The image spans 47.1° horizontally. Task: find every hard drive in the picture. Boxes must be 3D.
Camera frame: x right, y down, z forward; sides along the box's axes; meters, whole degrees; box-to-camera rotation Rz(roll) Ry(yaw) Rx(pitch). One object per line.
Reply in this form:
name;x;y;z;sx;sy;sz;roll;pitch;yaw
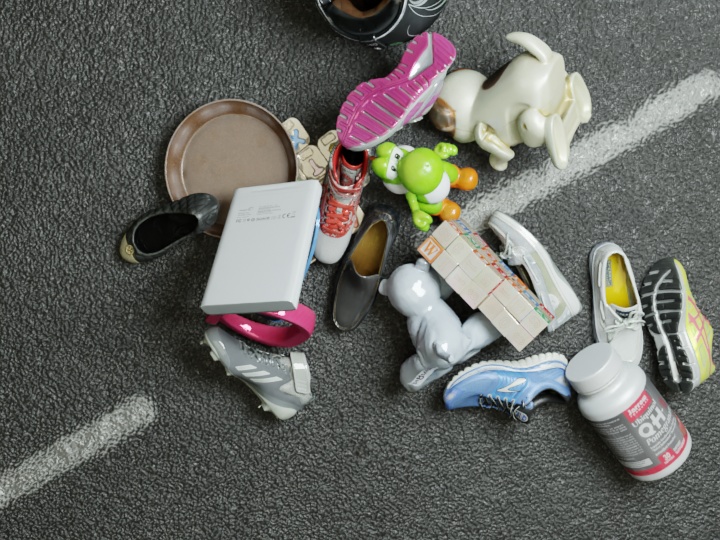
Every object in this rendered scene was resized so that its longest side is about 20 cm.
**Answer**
hard drive;-0.130;-0.033;1.115;0.131;0.201;0.027;-4;143;19

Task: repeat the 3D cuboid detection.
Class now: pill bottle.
pill bottle;0.393;0.206;1.229;0.110;0.111;0.200;-39;104;5

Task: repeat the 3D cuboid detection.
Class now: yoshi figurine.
yoshi figurine;0.097;-0.122;1.143;0.111;0.199;0.113;-25;67;29

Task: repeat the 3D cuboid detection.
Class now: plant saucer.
plant saucer;-0.187;-0.148;1.215;0.198;0.034;0.202;0;94;4

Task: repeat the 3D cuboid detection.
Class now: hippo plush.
hippo plush;0.088;0.075;1.206;0.159;0.199;0.162;-40;76;35

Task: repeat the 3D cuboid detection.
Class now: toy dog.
toy dog;0.190;-0.228;1.150;0.194;0.199;0.140;49;55;-42

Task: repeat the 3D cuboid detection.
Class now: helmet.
helmet;0.035;-0.409;1.112;0.198;0.191;0.202;14;124;22

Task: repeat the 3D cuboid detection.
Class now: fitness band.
fitness band;-0.142;0.069;1.176;0.143;0.200;0.038;21;70;-15

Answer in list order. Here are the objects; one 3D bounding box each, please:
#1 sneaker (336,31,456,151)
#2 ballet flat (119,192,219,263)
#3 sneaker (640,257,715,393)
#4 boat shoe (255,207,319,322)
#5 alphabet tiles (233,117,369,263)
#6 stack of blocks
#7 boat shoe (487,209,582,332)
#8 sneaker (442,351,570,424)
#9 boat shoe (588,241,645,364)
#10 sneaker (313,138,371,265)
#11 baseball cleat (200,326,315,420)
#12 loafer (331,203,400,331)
sneaker;0.052;-0.227;1.125;0.200;0.088;0.081;-41;72;-9
ballet flat;-0.286;-0.061;1.195;0.199;0.057;0.067;-25;99;31
sneaker;0.487;0.078;1.251;0.090;0.078;0.202;-9;90;-30
boat shoe;-0.115;-0.008;1.195;0.068;0.084;0.201;15;113;-17
alphabet tiles;-0.090;-0.118;1.239;0.199;0.015;0.196;-35;97;4
stack of blocks;0.181;0.019;1.175;0.059;0.115;0.200;-45;79;17
boat shoe;0.251;-0.001;1.231;0.065;0.074;0.202;-38;103;0
sneaker;0.221;0.183;1.237;0.198;0.079;0.090;-11;58;2
boat shoe;0.391;0.061;1.231;0.074;0.086;0.204;-9;100;2
sneaker;-0.032;-0.102;1.180;0.067;0.108;0.203;16;97;-3
baseball cleat;-0.143;0.136;1.233;0.106;0.070;0.200;-35;122;6
loafer;0.000;0.000;1.221;0.072;0.072;0.202;18;103;3
